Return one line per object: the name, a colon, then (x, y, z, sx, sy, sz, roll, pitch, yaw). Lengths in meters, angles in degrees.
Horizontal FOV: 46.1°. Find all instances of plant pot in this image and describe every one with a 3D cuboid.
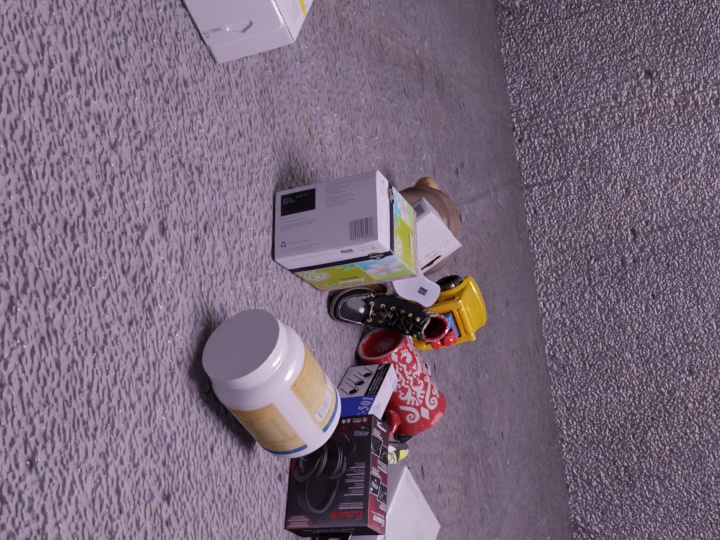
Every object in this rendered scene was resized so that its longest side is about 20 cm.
plant pot: (0.085, -0.092, 1.823, 0.173, 0.199, 0.201, 6, 75, -49)

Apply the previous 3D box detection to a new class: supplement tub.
supplement tub: (-0.127, 0.165, 1.231, 0.200, 0.144, 0.145, 60, 30, -42)

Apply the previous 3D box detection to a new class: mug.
mug: (0.077, 0.232, 1.726, 0.178, 0.133, 0.201, -70, 141, -53)

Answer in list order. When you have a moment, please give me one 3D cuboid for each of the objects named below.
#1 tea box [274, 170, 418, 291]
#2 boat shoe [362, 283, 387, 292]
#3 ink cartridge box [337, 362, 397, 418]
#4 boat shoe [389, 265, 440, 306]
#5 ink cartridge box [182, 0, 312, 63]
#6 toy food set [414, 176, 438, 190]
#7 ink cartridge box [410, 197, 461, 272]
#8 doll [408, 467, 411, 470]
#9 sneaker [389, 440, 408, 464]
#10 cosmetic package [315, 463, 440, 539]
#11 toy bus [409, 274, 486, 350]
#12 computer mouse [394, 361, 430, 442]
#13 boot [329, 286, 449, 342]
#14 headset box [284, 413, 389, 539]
tea box: (-0.021, -0.063, 1.501, 0.197, 0.199, 0.134, 35, 50, -59)
boat shoe: (0.000, 0.000, 1.698, 0.200, 0.071, 0.070, 37, 42, -61)
ink cartridge box: (-0.002, 0.245, 1.569, 0.200, 0.094, 0.044, -57, 134, -58)
boat shoe: (0.094, 0.021, 1.720, 0.074, 0.065, 0.200, -54, 147, -4)
ink cartridge box: (-0.173, -0.457, 1.353, 0.201, 0.146, 0.146, -76, 149, -44)
toy food set: (0.135, -0.100, 1.950, 0.048, 0.200, 0.199, 6, 65, -29)
ink cartridge box: (0.106, -0.054, 1.735, 0.050, 0.162, 0.200, 59, 11, 26)
doll: (0.099, 0.518, 1.771, 0.136, 0.048, 0.201, -6, 87, -67)
sneaker: (0.028, 0.369, 1.642, 0.200, 0.075, 0.077, 8, 82, -56)
cosmetic package: (0.032, 0.474, 1.485, 0.200, 0.122, 0.200, 63, 39, -37)
toy bus: (0.163, 0.116, 1.865, 0.136, 0.199, 0.192, 68, 23, -17)
computer mouse: (0.118, 0.277, 1.875, 0.044, 0.110, 0.200, 37, 31, -29)
boot: (0.057, 0.086, 1.631, 0.203, 0.153, 0.074, 6, 100, -42)
headset box: (-0.036, 0.346, 1.381, 0.077, 0.148, 0.201, 47, 40, -52)
